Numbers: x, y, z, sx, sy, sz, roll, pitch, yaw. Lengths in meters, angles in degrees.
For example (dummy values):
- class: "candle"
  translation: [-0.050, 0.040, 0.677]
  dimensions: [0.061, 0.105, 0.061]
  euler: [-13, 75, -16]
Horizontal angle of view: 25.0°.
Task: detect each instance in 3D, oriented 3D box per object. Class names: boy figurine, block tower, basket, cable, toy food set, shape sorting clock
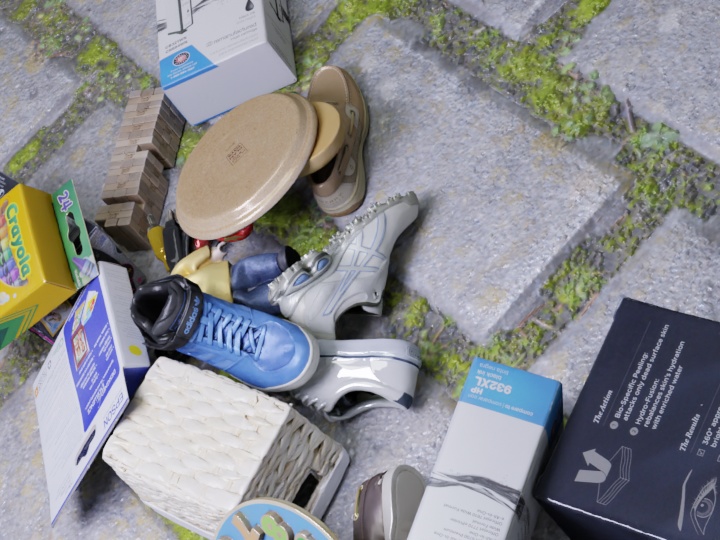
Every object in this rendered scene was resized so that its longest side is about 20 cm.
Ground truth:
- class: "boy figurine"
  translation: [-0.156, 0.037, 1.707]
  dimensions: [0.198, 0.064, 0.126]
  euler: [-16, 79, 13]
- class: "block tower"
  translation: [-0.255, -0.124, 1.897]
  dimensions: [0.054, 0.058, 0.202]
  euler: [-5, 56, 26]
- class: "basket"
  translation: [-0.136, 0.183, 1.578]
  dimensions: [0.199, 0.123, 0.136]
  euler: [16, 69, 37]
- class: "cable"
  translation: [-0.187, 0.012, 1.791]
  dimensions: [0.096, 0.050, 0.202]
  euler: [-13, 66, 11]
- class: "toy food set"
  translation: [-0.118, -0.112, 1.735]
  dimensions: [0.197, 0.049, 0.201]
  euler: [21, 72, 52]
- class: "shape sorting clock"
  translation: [-0.063, 0.298, 1.438]
  dimensions: [0.199, 0.202, 0.039]
  euler: [11, 24, 35]

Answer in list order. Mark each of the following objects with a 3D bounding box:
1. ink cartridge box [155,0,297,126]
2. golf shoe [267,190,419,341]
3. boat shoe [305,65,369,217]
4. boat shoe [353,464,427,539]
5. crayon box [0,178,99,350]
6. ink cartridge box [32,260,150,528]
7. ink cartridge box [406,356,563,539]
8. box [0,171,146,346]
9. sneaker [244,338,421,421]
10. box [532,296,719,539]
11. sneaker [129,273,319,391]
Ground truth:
- class: "ink cartridge box"
  translation: [-0.164, -0.293, 1.937]
  dimensions: [0.145, 0.084, 0.201]
  euler: [-22, 52, 16]
- class: "golf shoe"
  translation: [0.000, 0.000, 1.661]
  dimensions: [0.200, 0.078, 0.097]
  euler: [-39, 89, -25]
- class: "boat shoe"
  translation: [-0.032, -0.156, 1.782]
  dimensions: [0.071, 0.065, 0.201]
  euler: [-20, 52, 17]
- class: "boat shoe"
  translation: [0.022, 0.277, 1.463]
  dimensions: [0.059, 0.072, 0.202]
  euler: [-23, 55, 41]
- class: "crayon box"
  translation: [-0.375, -0.001, 1.722]
  dimensions: [0.199, 0.051, 0.127]
  euler: [-34, 60, 24]
- class: "ink cartridge box"
  translation: [-0.278, 0.129, 1.679]
  dimensions: [0.198, 0.047, 0.201]
  euler: [-56, 38, 31]
- class: "ink cartridge box"
  translation: [0.107, 0.200, 1.396]
  dimensions: [0.083, 0.145, 0.201]
  euler: [16, 65, 15]
- class: "box"
  translation: [-0.364, -0.006, 1.843]
  dimensions: [0.199, 0.115, 0.133]
  euler: [27, 74, 38]
- class: "sneaker"
  translation: [-0.036, 0.110, 1.603]
  dimensions: [0.198, 0.073, 0.071]
  euler: [-7, 60, 29]
- class: "box"
  translation: [0.282, 0.152, 1.360]
  dimensions: [0.199, 0.118, 0.198]
  euler: [15, 69, 35]
- class: "sneaker"
  translation: [-0.141, 0.060, 1.578]
  dimensions: [0.199, 0.111, 0.077]
  euler: [20, 86, 37]
